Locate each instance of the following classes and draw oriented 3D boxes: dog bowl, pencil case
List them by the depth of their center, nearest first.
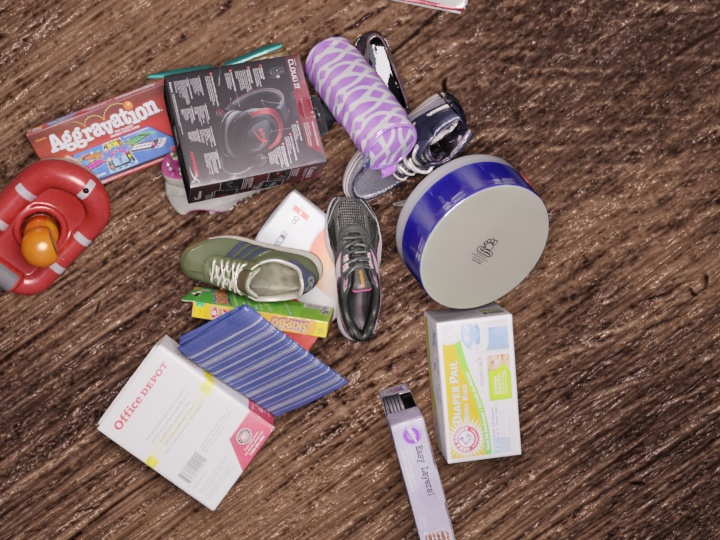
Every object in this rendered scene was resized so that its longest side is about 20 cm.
[{"bbox_3d":[-0.001,-0.217,1.191,0.083,0.086,0.201,-22,59,-14],"label":"pencil case"},{"bbox_3d":[0.152,-0.050,1.233,0.197,0.079,0.202,-14,131,-17],"label":"dog bowl"}]

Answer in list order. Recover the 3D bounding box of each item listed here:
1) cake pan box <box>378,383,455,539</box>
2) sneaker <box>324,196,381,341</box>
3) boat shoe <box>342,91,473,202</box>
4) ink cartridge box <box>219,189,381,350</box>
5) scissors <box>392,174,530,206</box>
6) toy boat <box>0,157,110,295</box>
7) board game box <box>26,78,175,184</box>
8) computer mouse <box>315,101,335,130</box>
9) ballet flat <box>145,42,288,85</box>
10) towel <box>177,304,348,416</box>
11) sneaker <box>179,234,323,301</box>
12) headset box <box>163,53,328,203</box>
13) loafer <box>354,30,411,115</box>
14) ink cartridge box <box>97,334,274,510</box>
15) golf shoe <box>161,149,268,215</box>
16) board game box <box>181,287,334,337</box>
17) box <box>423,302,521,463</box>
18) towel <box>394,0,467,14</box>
[{"bbox_3d":[0.077,0.267,1.258,0.052,0.184,0.203,-15,99,-3],"label":"cake pan box"},{"bbox_3d":[0.000,0.000,1.223,0.079,0.086,0.203,-10,98,-6],"label":"sneaker"},{"bbox_3d":[0.060,-0.152,1.210,0.200,0.093,0.075,-42,116,10],"label":"boat shoe"},{"bbox_3d":[-0.092,0.013,1.280,0.161,0.050,0.201,37,89,-8],"label":"ink cartridge box"},{"bbox_3d":[0.147,-0.114,1.309,0.197,0.014,0.074,7,98,-6],"label":"scissors"},{"bbox_3d":[-0.413,-0.048,1.184,0.200,0.131,0.130,-46,123,3],"label":"toy boat"},{"bbox_3d":[-0.329,-0.175,1.217,0.197,0.020,0.104,-20,125,2],"label":"board game box"},{"bbox_3d":[-0.120,-0.188,1.225,0.198,0.034,0.059,-25,66,-24],"label":"computer mouse"},{"bbox_3d":[-0.188,-0.251,1.237,0.197,0.068,0.073,-16,111,-8],"label":"ballet flat"},{"bbox_3d":[-0.133,0.123,1.232,0.144,0.024,0.200,-27,128,32],"label":"towel"},{"bbox_3d":[-0.152,0.000,1.221,0.197,0.090,0.068,6,109,3],"label":"sneaker"},{"bbox_3d":[-0.139,-0.183,1.167,0.197,0.075,0.151,-14,83,-15],"label":"headset box"},{"bbox_3d":[0.033,-0.229,1.256,0.071,0.063,0.203,-16,98,-4],"label":"loafer"},{"bbox_3d":[-0.240,0.208,1.269,0.199,0.083,0.146,38,91,-9],"label":"ink cartridge box"},{"bbox_3d":[-0.174,-0.125,1.253,0.197,0.076,0.092,-6,134,-17],"label":"golf shoe"},{"bbox_3d":[-0.138,0.054,1.233,0.197,0.096,0.030,11,100,1],"label":"board game box"},{"bbox_3d":[0.158,0.158,1.295,0.111,0.101,0.203,-7,97,-5],"label":"box"},{"bbox_3d":[0.094,-0.469,1.256,0.142,0.023,0.203,9,96,-6],"label":"towel"}]
